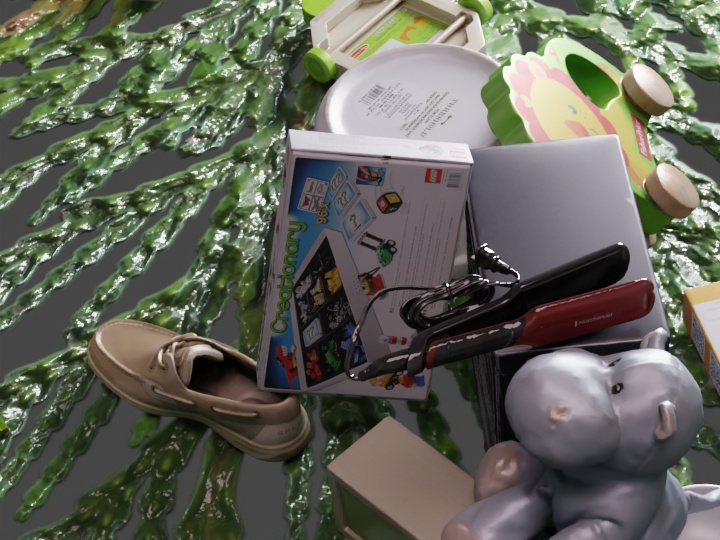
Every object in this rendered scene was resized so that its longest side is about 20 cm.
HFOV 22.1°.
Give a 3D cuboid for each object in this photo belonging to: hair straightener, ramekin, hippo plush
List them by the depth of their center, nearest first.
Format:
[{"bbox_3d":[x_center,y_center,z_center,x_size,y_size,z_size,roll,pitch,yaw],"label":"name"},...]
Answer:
[{"bbox_3d":[0.155,0.133,1.130,0.200,0.161,0.159,6,41,-2],"label":"hippo plush"},{"bbox_3d":[0.081,0.024,1.165,0.200,0.041,0.077,-20,48,-6],"label":"hair straightener"},{"bbox_3d":[0.053,-0.096,1.507,0.200,0.105,0.200,-4,46,4],"label":"ramekin"}]

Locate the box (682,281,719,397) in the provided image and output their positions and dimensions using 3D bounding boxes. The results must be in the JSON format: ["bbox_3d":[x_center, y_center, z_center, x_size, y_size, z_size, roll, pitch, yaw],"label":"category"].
[{"bbox_3d":[0.325,0.082,1.349,0.119,0.042,0.200,-12,48,-5],"label":"box"}]

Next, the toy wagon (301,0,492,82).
[{"bbox_3d":[0.017,-0.218,1.676,0.200,0.040,0.155,28,55,30],"label":"toy wagon"}]

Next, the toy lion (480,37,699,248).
[{"bbox_3d":[0.173,-0.114,1.459,0.192,0.069,0.200,29,37,-28],"label":"toy lion"}]

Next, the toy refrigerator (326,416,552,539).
[{"bbox_3d":[0.067,0.192,1.248,0.070,0.076,0.200,-37,53,-26],"label":"toy refrigerator"}]

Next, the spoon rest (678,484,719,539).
[{"bbox_3d":[0.271,0.206,1.220,0.200,0.061,0.099,30,56,30],"label":"spoon rest"}]

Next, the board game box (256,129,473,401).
[{"bbox_3d":[0.000,0.000,1.294,0.126,0.200,0.035,5,31,-9],"label":"board game box"}]

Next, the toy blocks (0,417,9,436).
[{"bbox_3d":[-0.358,0.121,1.326,0.200,0.137,0.100,-29,50,-19],"label":"toy blocks"}]

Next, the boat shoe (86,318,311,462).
[{"bbox_3d":[-0.125,0.076,1.390,0.200,0.065,0.072,25,54,27],"label":"boat shoe"}]

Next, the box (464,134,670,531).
[{"bbox_3d":[0.141,0.045,1.295,0.123,0.199,0.200,-7,46,1],"label":"box"}]
